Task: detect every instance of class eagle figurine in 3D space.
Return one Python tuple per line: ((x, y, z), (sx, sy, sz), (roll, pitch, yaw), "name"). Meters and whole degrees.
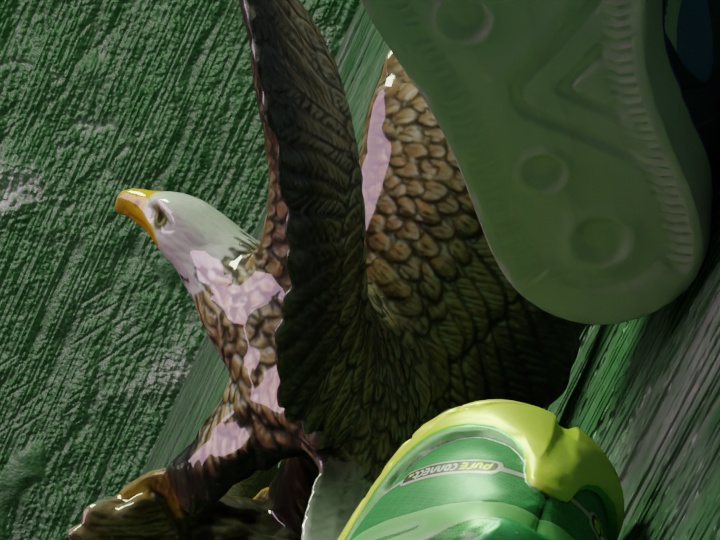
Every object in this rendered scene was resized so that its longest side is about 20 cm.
((-0.007, -0.004, 0.776), (0.152, 0.150, 0.201), (-85, 20, -74), "eagle figurine")

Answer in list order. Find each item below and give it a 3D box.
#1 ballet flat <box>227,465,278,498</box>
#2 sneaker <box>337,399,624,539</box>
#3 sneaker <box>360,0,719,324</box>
((-0.081, 0.123, 1.564), (0.072, 0.068, 0.200), (-46, -1, -18), "ballet flat")
((-0.007, 0.122, 0.636), (0.084, 0.074, 0.201), (-68, 4, -73), "sneaker")
((0.046, -0.101, 0.690), (0.147, 0.080, 0.201), (-81, -22, -51), "sneaker")
